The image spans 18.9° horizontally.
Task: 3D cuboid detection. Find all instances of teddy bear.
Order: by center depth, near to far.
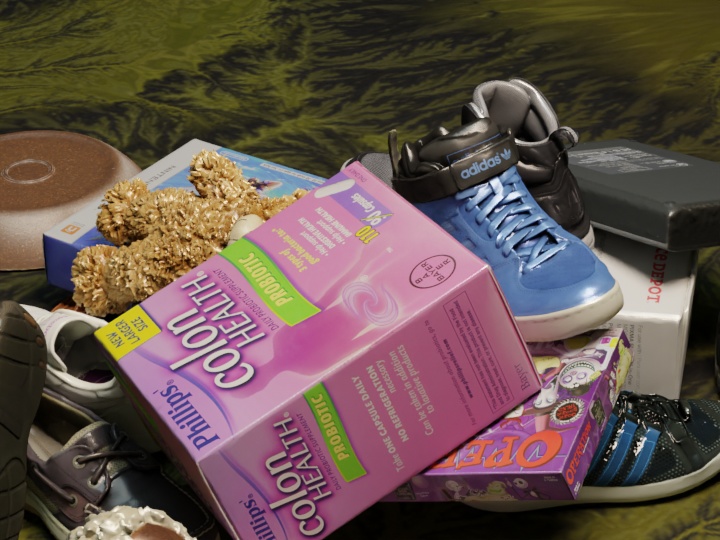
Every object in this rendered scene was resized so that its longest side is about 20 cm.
[{"bbox_3d":[-0.111,-0.014,1.426,0.199,0.067,0.145,25,70,42],"label":"teddy bear"}]

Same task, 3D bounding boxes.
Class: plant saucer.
[{"bbox_3d":[-0.258,-0.063,1.687,0.198,0.037,0.201,-1,28,0],"label":"plant saucer"}]

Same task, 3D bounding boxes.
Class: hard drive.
[{"bbox_3d":[0.198,-0.055,1.484,0.139,0.033,0.199,-7,16,-33],"label":"hard drive"}]

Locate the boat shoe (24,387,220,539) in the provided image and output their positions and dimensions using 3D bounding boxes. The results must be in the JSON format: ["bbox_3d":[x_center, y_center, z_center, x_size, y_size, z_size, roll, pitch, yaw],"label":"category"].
[{"bbox_3d":[-0.164,0.123,1.318,0.072,0.065,0.199,-25,37,-39],"label":"boat shoe"}]

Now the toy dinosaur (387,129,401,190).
[{"bbox_3d":[0.000,0.000,1.433,0.047,0.202,0.088,14,11,-7],"label":"toy dinosaur"}]

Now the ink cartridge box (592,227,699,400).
[{"bbox_3d":[0.126,0.024,1.462,0.198,0.084,0.146,5,29,11],"label":"ink cartridge box"}]

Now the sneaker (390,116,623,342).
[{"bbox_3d":[0.083,-0.032,1.317,0.076,0.112,0.200,-23,23,-18],"label":"sneaker"}]

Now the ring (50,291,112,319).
[{"bbox_3d":[-0.129,0.042,1.510,0.198,0.019,0.201,-2,29,1],"label":"ring"}]

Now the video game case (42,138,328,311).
[{"bbox_3d":[-0.096,-0.021,1.556,0.199,0.046,0.181,17,35,29],"label":"video game case"}]

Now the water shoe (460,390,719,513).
[{"bbox_3d":[0.147,0.097,1.336,0.198,0.080,0.072,-10,31,-14],"label":"water shoe"}]

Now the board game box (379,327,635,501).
[{"bbox_3d":[0.054,0.086,1.280,0.198,0.032,0.121,-5,43,32],"label":"board game box"}]

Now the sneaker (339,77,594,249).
[{"bbox_3d":[0.069,-0.076,1.442,0.199,0.115,0.075,19,35,34],"label":"sneaker"}]

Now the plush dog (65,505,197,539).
[{"bbox_3d":[-0.166,0.224,1.065,0.170,0.202,0.160,-5,-6,-26],"label":"plush dog"}]

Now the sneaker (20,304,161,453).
[{"bbox_3d":[-0.200,0.049,1.409,0.199,0.100,0.075,16,60,29],"label":"sneaker"}]

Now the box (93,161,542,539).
[{"bbox_3d":[-0.028,0.052,1.271,0.199,0.097,0.176,-34,33,-10],"label":"box"}]

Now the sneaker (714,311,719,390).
[{"bbox_3d":[0.280,0.077,1.369,0.078,0.076,0.200,2,28,-5],"label":"sneaker"}]

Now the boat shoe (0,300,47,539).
[{"bbox_3d":[-0.242,0.113,1.284,0.073,0.076,0.202,-4,56,21],"label":"boat shoe"}]
